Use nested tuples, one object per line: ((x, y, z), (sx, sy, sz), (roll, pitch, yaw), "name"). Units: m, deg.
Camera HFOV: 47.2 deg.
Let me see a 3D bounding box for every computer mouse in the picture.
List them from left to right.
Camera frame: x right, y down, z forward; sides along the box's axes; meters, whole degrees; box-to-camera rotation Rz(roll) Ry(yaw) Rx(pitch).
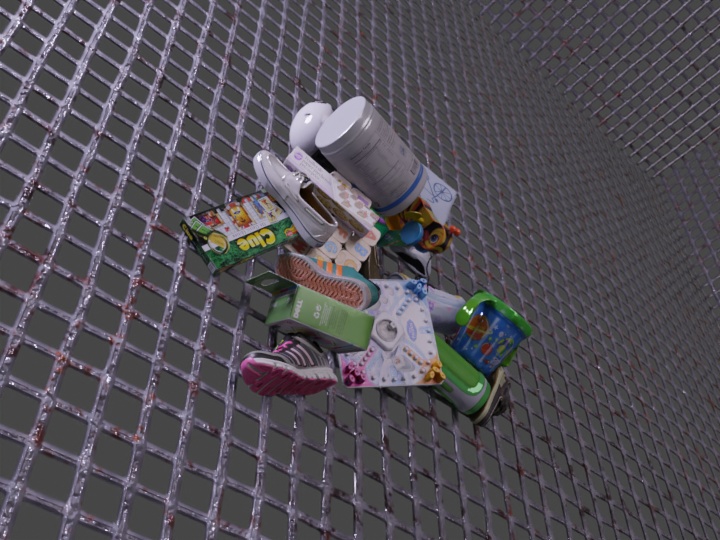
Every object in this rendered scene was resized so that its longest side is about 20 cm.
((0.091, -0.066, 1.777), (0.199, 0.044, 0.110), (39, 32, -18), "computer mouse")

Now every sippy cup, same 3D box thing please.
((0.248, 0.130, 1.623), (0.177, 0.131, 0.140), (38, -4, -8), "sippy cup")

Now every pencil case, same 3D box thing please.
((0.126, 0.067, 1.637), (0.198, 0.091, 0.084), (22, 36, -40), "pencil case")

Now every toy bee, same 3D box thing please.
((0.140, -0.072, 1.595), (0.203, 0.108, 0.130), (64, 24, 9), "toy bee")

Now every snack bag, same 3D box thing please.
((0.116, -0.164, 1.744), (0.187, 0.021, 0.201), (37, 40, -10), "snack bag")

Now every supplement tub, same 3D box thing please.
((0.023, -0.213, 1.560), (0.200, 0.131, 0.133), (44, 30, -27), "supplement tub")

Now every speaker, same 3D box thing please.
((0.153, 0.183, 1.556), (0.199, 0.088, 0.089), (41, 32, -15), "speaker")

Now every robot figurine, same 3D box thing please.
((-0.049, -0.257, 1.669), (0.198, 0.151, 0.125), (29, 19, -25), "robot figurine")

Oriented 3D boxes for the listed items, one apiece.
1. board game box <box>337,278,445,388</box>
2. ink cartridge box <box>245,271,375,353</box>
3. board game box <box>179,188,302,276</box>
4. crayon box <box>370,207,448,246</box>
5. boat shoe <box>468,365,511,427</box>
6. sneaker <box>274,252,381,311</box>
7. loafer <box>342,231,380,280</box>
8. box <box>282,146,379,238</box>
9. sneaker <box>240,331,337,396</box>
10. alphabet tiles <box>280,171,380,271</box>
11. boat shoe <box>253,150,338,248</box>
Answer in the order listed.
((0.047, 0.104, 1.455), (0.196, 0.026, 0.204), (2, 64, -25), "board game box")
((-0.087, 0.072, 1.314), (0.197, 0.103, 0.060), (24, 71, -24), "ink cartridge box")
((-0.196, -0.069, 1.378), (0.199, 0.023, 0.106), (-28, 80, -45), "board game box")
((0.084, -0.116, 1.735), (0.198, 0.058, 0.120), (-4, 58, -46), "crayon box")
((0.268, 0.255, 1.643), (0.066, 0.072, 0.201), (43, 27, -2), "boat shoe")
((-0.055, 0.021, 1.407), (0.197, 0.073, 0.079), (23, 13, 26), "sneaker")
((0.000, 0.000, 1.554), (0.067, 0.075, 0.204), (45, 40, -62), "loafer")
((-0.055, -0.140, 1.488), (0.199, 0.041, 0.039), (41, 58, -5), "box")
((-0.117, 0.138, 1.262), (0.198, 0.073, 0.089), (15, 45, -52), "sneaker")
((-0.060, -0.087, 1.495), (0.195, 0.015, 0.201), (39, 57, -8), "alphabet tiles")
((-0.109, -0.138, 1.432), (0.201, 0.070, 0.071), (55, 31, 11), "boat shoe")
